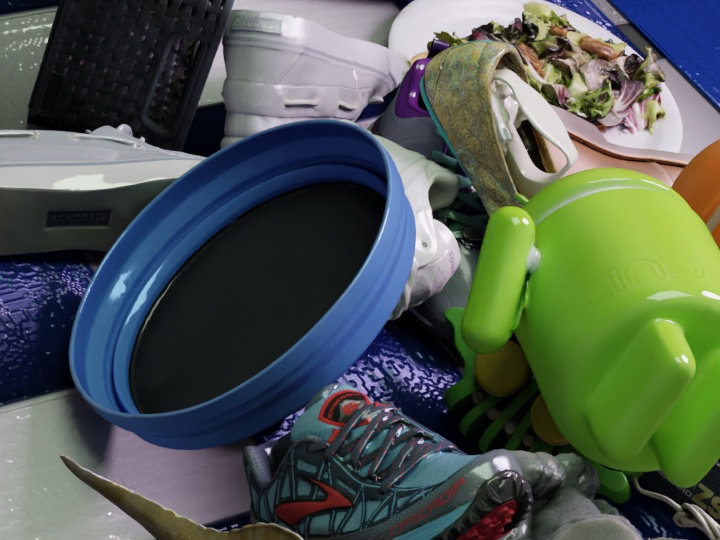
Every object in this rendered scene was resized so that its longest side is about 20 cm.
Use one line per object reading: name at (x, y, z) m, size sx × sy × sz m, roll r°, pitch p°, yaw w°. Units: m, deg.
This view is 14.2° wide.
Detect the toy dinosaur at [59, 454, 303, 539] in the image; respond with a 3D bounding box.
toy dinosaur at (-0.056, 0.153, 1.366) m, size 0.200 × 0.101 × 0.058 m, roll 31°, pitch 38°, yaw 10°

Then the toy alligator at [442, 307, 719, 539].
toy alligator at (0.107, 0.098, 1.561) m, size 0.200 × 0.059 × 0.054 m, roll 41°, pitch 83°, yaw 19°

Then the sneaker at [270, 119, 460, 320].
sneaker at (0.000, 0.000, 1.577) m, size 0.099 × 0.075 × 0.200 m, roll 18°, pitch 51°, yaw 2°

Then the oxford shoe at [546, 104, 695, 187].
oxford shoe at (0.160, -0.035, 1.733) m, size 0.199 × 0.071 × 0.071 m, roll 16°, pitch 55°, yaw -27°

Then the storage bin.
storage bin at (-0.124, -0.173, 1.697) m, size 0.093 × 0.135 × 0.200 m, roll 18°, pitch 38°, yaw -7°

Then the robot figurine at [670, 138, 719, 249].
robot figurine at (0.248, -0.002, 1.617) m, size 0.200 × 0.144 × 0.117 m, roll 43°, pitch 9°, yaw 29°

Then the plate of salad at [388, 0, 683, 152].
plate of salad at (0.115, -0.124, 1.834) m, size 0.199 × 0.048 × 0.200 m, roll 14°, pitch 38°, yaw -11°

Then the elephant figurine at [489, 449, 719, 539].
elephant figurine at (0.124, 0.166, 1.377) m, size 0.141 × 0.156 × 0.200 m, roll 18°, pitch 4°, yaw -36°

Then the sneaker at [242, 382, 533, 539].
sneaker at (0.000, 0.100, 1.373) m, size 0.079 × 0.200 × 0.096 m, roll -18°, pitch 88°, yaw -37°

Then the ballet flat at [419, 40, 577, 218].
ballet flat at (0.102, -0.039, 1.629) m, size 0.071 × 0.071 × 0.200 m, roll -35°, pitch 101°, yaw -48°

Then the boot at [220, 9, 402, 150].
boot at (-0.034, -0.093, 1.705) m, size 0.073 × 0.096 × 0.200 m, roll 8°, pitch 0°, yaw 23°

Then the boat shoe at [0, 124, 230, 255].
boat shoe at (-0.142, -0.051, 1.595) m, size 0.200 × 0.070 × 0.072 m, roll 1°, pitch 46°, yaw -23°

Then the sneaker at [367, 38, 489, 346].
sneaker at (0.048, -0.045, 1.671) m, size 0.074 × 0.088 × 0.200 m, roll 4°, pitch 41°, yaw -23°

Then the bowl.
bowl at (-0.058, 0.009, 1.488) m, size 0.039 × 0.200 × 0.201 m, roll 50°, pitch 24°, yaw -33°

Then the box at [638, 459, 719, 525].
box at (0.248, 0.091, 1.639) m, size 0.158 × 0.051 × 0.200 m, roll 39°, pitch 40°, yaw 19°

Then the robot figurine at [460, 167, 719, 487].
robot figurine at (0.139, 0.024, 1.505) m, size 0.175 × 0.116 × 0.200 m, roll 19°, pitch 27°, yaw -26°
